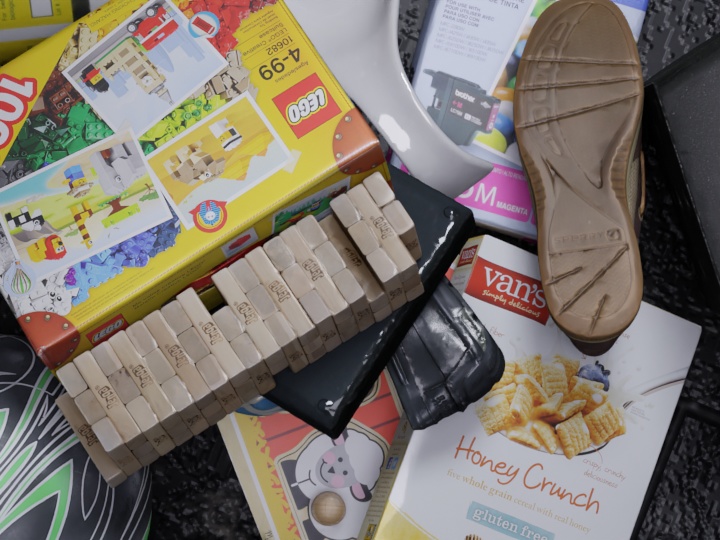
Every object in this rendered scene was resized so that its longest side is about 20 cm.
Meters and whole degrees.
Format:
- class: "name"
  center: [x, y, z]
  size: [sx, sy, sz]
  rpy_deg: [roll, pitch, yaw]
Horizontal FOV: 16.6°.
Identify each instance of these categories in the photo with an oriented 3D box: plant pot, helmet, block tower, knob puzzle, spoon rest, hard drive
- class: "plant pot"
  center: [0.257, -0.064, 1.344]
  size: [0.177, 0.200, 0.200]
  rpy_deg: [-19, 92, 2]
- class: "helmet"
  center: [-0.206, 0.130, 1.319]
  size: [0.200, 0.200, 0.191]
  rpy_deg: [41, 105, -4]
- class: "block tower"
  center: [-0.059, 0.030, 1.246]
  size: [0.200, 0.058, 0.054]
  rpy_deg: [-33, 72, -4]
- class: "knob puzzle"
  center: [0.019, 0.070, 1.404]
  size: [0.219, 0.030, 0.220]
  rpy_deg: [0, 90, -4]
- class: "spoon rest"
  center: [0.000, -0.129, 1.364]
  size: [0.099, 0.061, 0.200]
  rpy_deg: [-36, 75, 13]
- class: "hard drive"
  center: [-0.059, -0.019, 1.312]
  size: [0.200, 0.033, 0.140]
  rpy_deg: [30, 77, 17]

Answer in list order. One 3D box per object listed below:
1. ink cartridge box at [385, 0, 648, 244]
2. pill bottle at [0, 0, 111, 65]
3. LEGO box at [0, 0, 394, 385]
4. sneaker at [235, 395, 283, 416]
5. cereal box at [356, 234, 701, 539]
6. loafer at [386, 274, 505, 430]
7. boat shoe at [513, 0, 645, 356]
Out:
- class: "ink cartridge box"
  center: [0.093, -0.121, 1.404]
  size: [0.119, 0.042, 0.200]
  rpy_deg: [16, 88, -5]
- class: "pill bottle"
  center: [-0.230, -0.162, 1.317]
  size: [0.199, 0.112, 0.113]
  rpy_deg: [-7, 91, -6]
- class: "LEGO box"
  center: [-0.108, -0.056, 1.272]
  size: [0.200, 0.077, 0.149]
  rpy_deg: [-33, 70, -4]
- class: "sneaker"
  center: [-0.106, 0.001, 1.358]
  size: [0.200, 0.072, 0.072]
  rpy_deg: [42, 91, 4]
- class: "cereal box"
  center: [0.093, 0.097, 1.382]
  size: [0.144, 0.040, 0.200]
  rpy_deg: [22, 81, -14]
- class: "loafer"
  center: [0.000, 0.000, 1.352]
  size: [0.070, 0.068, 0.201]
  rpy_deg: [-37, 63, -1]
- class: "boat shoe"
  center: [0.124, -0.050, 1.357]
  size: [0.072, 0.072, 0.200]
  rpy_deg: [-6, 71, 5]
